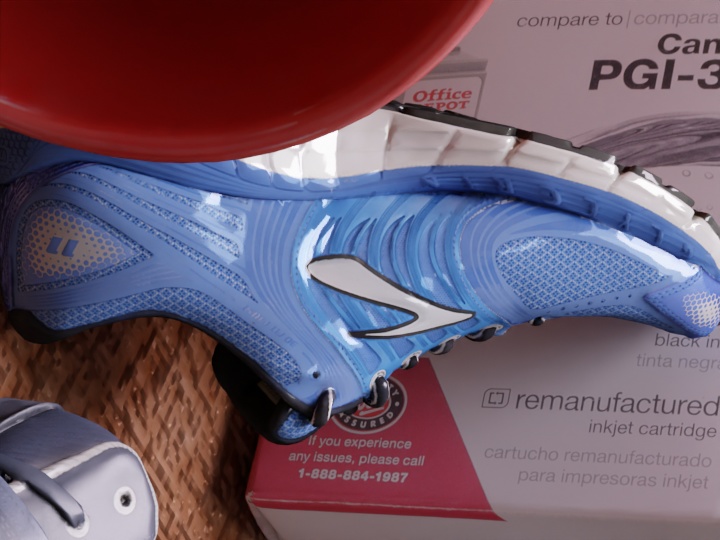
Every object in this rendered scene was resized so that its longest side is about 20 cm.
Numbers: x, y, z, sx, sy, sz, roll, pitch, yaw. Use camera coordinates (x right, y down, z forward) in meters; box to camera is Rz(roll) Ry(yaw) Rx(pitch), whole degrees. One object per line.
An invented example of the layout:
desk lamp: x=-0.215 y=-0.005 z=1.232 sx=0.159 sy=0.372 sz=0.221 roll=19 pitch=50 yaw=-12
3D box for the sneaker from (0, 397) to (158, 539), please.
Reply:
sneaker: x=-0.113 y=0.036 z=0.550 sx=0.146 sy=0.077 sz=0.203 roll=-41 pitch=134 yaw=-43

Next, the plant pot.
plant pot: x=-0.033 y=-0.150 z=0.638 sx=0.177 sy=0.200 sz=0.201 roll=-62 pitch=141 yaw=-59

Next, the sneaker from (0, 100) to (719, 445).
sneaker: x=0.000 y=0.000 z=0.723 sx=0.079 sy=0.200 sz=0.089 roll=-154 pitch=-108 yaw=-73

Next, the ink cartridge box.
ink cartridge box: x=0.063 y=-0.002 z=0.827 sx=0.083 sy=0.146 sz=0.200 roll=57 pitch=39 yaw=-53
